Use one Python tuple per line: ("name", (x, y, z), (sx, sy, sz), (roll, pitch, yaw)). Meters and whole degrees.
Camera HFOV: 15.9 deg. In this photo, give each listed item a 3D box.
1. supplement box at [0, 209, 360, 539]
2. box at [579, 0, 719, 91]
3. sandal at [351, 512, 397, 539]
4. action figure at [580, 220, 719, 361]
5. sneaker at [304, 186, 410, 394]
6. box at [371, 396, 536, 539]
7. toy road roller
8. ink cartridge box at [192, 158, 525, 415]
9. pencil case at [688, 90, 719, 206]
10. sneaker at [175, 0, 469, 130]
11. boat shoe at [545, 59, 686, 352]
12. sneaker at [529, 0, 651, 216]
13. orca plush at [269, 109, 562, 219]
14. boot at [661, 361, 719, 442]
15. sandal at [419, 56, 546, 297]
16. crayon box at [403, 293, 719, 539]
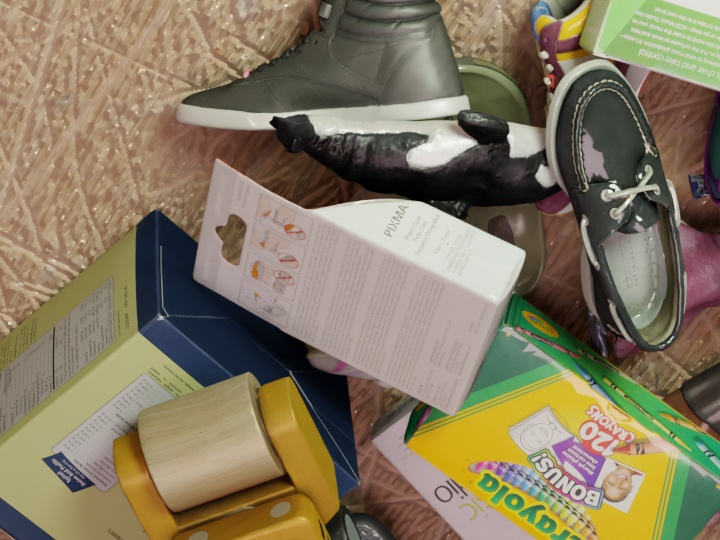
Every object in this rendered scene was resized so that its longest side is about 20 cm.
("supplement box", (-0.142, 0.109, 1.774), (0.200, 0.134, 0.200), (-38, 118, 19))
("box", (0.235, -0.213, 1.614), (0.144, 0.036, 0.200), (16, 98, -16))
("sandal", (0.011, 0.248, 1.938), (0.076, 0.043, 0.200), (-11, 133, 11))
("action figure", (0.250, -0.004, 1.774), (0.200, 0.134, 0.149), (-15, 85, -5))
("sneaker", (0.000, 0.000, 1.747), (0.088, 0.081, 0.200), (-1, 122, -6))
("box", (0.126, 0.145, 1.837), (0.144, 0.036, 0.200), (-39, 104, 21))
("toy road roller", (-0.069, 0.181, 1.659), (0.123, 0.146, 0.200), (-20, 122, 7))
("ink cartridge box", (-0.005, 0.000, 1.653), (0.200, 0.047, 0.160), (28, 150, 6))
("pencil case", (0.326, -0.073, 1.718), (0.199, 0.093, 0.085), (4, 155, -10))
("sneaker", (-0.028, -0.141, 1.670), (0.200, 0.071, 0.099), (-4, 94, 21))
("boat shoe", (0.169, -0.039, 1.631), (0.076, 0.060, 0.200), (-27, 125, -11))
("sneaker", (0.140, -0.133, 1.680), (0.090, 0.075, 0.200), (19, 110, -16))
("orca plush", (0.042, -0.057, 1.622), (0.200, 0.071, 0.105), (8, 165, -30))
("boot", (0.239, 0.184, 1.893), (0.200, 0.069, 0.188), (-37, 119, 19))
("sandal", (0.087, -0.057, 1.731), (0.080, 0.057, 0.201), (-17, 122, 6))
("crayon box", (0.145, 0.123, 1.767), (0.200, 0.058, 0.119), (35, 114, -7))
